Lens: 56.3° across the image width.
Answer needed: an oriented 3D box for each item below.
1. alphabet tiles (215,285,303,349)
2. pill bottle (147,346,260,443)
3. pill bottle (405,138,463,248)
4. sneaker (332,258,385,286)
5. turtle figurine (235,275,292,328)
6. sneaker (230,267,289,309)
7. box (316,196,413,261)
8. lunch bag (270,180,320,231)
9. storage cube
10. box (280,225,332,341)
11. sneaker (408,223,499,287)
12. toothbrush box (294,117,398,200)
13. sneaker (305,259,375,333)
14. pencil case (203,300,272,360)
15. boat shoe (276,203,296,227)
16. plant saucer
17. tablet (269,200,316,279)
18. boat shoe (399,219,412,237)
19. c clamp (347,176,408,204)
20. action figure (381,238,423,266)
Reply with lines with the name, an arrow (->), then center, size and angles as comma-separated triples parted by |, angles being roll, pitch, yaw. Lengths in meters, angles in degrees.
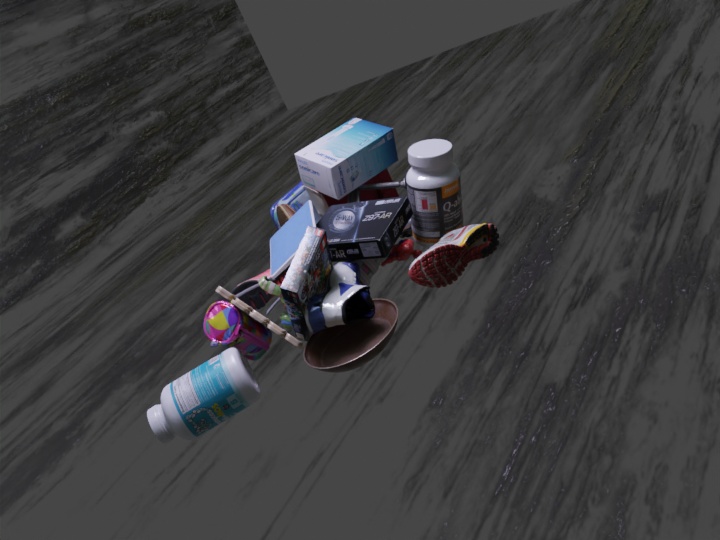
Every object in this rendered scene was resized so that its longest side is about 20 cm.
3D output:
alphabet tiles -> -0.195, 0.092, 1.314 | 0.015, 0.197, 0.196 | -55, 2, -7
pill bottle -> -0.290, 0.236, 1.240 | 0.197, 0.113, 0.111 | -30, 22, -4
pill bottle -> 0.155, -0.160, 1.408 | 0.113, 0.205, 0.117 | -7, 31, 4
sneaker -> 0.000, 0.000, 1.424 | 0.200, 0.081, 0.089 | -47, 29, 15
turtle figurine -> -0.169, 0.013, 1.467 | 0.198, 0.142, 0.199 | 16, 82, 49
sneaker -> -0.226, 0.037, 1.662 | 0.195, 0.075, 0.087 | -24, 9, 1
box -> -0.007, -0.083, 1.383 | 0.195, 0.044, 0.161 | -3, 35, 32
lunch bag -> -0.143, -0.154, 1.818 | 0.081, 0.163, 0.200 | -4, 33, 43
storage cube -> -0.015, -0.181, 1.712 | 0.177, 0.174, 0.200 | -32, 23, -10
box -> -0.096, 0.030, 1.286 | 0.037, 0.202, 0.139 | 15, 62, 13
sneaker -> 0.176, -0.029, 1.315 | 0.196, 0.080, 0.082 | -26, 17, -19
toothbrush box -> -0.032, -0.263, 1.562 | 0.198, 0.087, 0.145 | -36, 40, -28
sneaker -> -0.017, 0.053, 1.274 | 0.112, 0.083, 0.200 | -3, 26, 22
pencil case -> -0.238, 0.123, 1.325 | 0.087, 0.090, 0.200 | -25, -18, 4
boat shoe -> -0.137, -0.092, 1.686 | 0.067, 0.201, 0.073 | -32, -18, -29
plant saucer -> -0.012, 0.127, 1.244 | 0.196, 0.037, 0.202 | -25, 22, 11
tablet -> -0.139, -0.067, 1.382 | 0.130, 0.014, 0.201 | -44, 24, 12
boat shoe -> 0.108, -0.109, 1.529 | 0.068, 0.068, 0.199 | 14, 31, 28
c clamp -> 0.043, -0.179, 1.531 | 0.193, 0.028, 0.174 | 0, 44, 6
action figure -> 0.062, -0.043, 1.497 | 0.197, 0.052, 0.066 | 7, 46, 47
